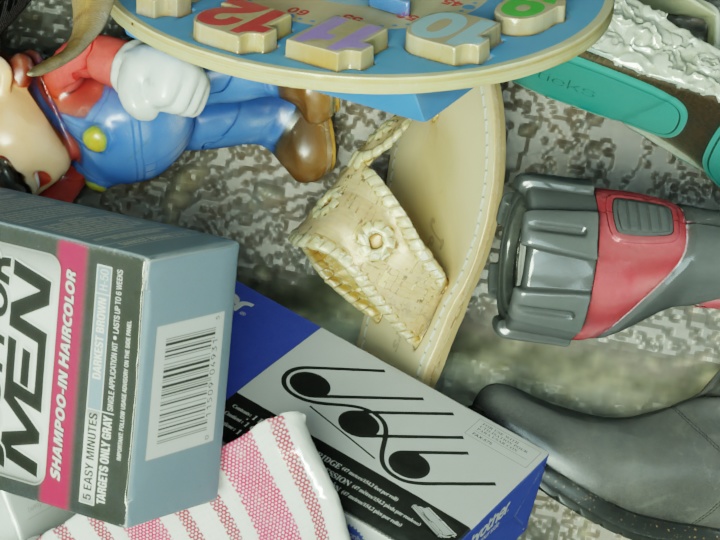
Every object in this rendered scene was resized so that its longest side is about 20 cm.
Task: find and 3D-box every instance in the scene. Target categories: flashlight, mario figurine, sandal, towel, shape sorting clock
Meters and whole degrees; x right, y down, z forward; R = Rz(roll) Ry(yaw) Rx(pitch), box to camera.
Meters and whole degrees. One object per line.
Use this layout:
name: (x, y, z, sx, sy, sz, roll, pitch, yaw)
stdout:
flashlight: (0.153, 0.006, 1.049, 0.199, 0.068, 0.068, 8, 95, -10)
mario figurine: (-0.107, -0.044, 1.071, 0.199, 0.106, 0.124, -8, 119, -5)
sandal: (0.003, 0.001, 1.082, 0.069, 0.078, 0.213, 2, 102, -33)
towel: (-0.079, 0.156, 0.993, 0.199, 0.030, 0.147, -27, 76, 27)
shape sorting clock: (-0.001, -0.113, 1.021, 0.199, 0.200, 0.039, 2, 120, 2)

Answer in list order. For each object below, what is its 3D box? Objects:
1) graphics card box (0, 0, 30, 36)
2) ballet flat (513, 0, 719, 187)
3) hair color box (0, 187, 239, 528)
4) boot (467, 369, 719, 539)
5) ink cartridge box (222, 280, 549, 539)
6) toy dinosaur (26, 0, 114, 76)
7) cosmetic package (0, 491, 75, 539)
graphics card box: (-0.172, -0.156, 1.037, 0.125, 0.051, 0.200, 33, 58, 1)
ballet flat: (0.147, -0.077, 1.086, 0.199, 0.072, 0.072, 28, 97, -3)
hair color box: (-0.145, 0.021, 0.984, 0.199, 0.061, 0.100, 13, 103, 31)
boot: (0.151, 0.055, 1.104, 0.199, 0.070, 0.132, 24, 94, -11)
ink cartridge box: (-0.035, 0.061, 1.043, 0.199, 0.094, 0.044, 28, 126, 20)
toy dinosaur: (-0.107, -0.133, 0.987, 0.106, 0.061, 0.200, -18, 52, -17)
cosmetic package: (-0.157, 0.120, 1.098, 0.101, 0.071, 0.201, -18, 95, 29)
